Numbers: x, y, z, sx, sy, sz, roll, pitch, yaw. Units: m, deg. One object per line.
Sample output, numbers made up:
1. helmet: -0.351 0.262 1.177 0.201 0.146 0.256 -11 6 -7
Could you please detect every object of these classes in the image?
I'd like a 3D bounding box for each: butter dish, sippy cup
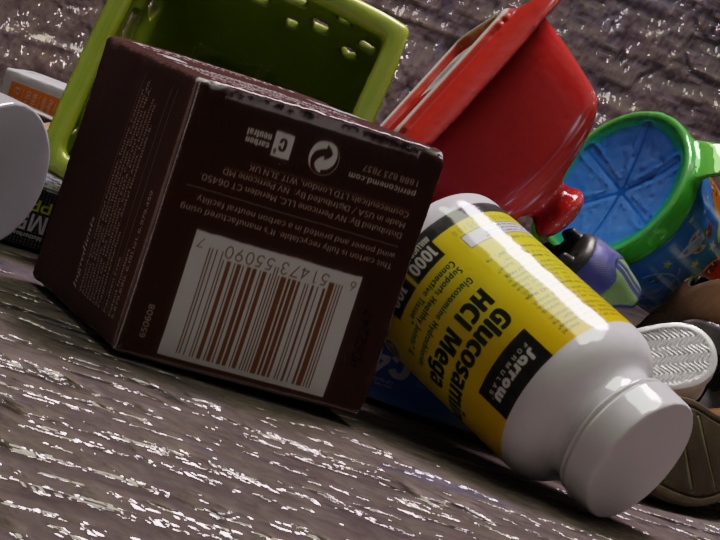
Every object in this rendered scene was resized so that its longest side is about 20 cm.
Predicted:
1. butter dish: 0.101 -0.086 1.790 0.148 0.200 0.200 43 -13 -6
2. sippy cup: 0.229 -0.031 1.889 0.177 0.140 0.130 19 -19 50

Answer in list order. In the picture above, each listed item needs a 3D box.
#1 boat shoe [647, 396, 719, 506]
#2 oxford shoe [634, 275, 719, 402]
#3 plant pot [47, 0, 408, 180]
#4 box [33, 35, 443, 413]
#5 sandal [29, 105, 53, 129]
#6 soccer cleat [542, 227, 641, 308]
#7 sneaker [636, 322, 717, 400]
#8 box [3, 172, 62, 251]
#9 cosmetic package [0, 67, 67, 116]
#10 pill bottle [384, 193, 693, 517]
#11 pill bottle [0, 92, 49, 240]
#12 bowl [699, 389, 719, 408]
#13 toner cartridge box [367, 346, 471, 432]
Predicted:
1. boat shoe: 0.216 0.125 1.644 0.068 0.072 0.199 -12 -14 42
2. oxford shoe: 0.243 0.051 1.843 0.072 0.085 0.200 34 -21 -12
3. plant pot: -0.092 -0.107 1.729 0.198 0.201 0.182 25 -7 3
4. box: -0.079 -0.031 1.483 0.165 0.165 0.200 15 6 -24
5. sandal: -0.232 -0.077 1.918 0.199 0.082 0.055 27 -17 -7
6. soccer cleat: 0.129 0.040 1.843 0.084 0.065 0.200 40 -43 -14
7. sneaker: 0.140 0.091 1.700 0.198 0.074 0.116 -2 -28 -4
8. box: -0.283 -0.063 1.768 0.159 0.045 0.200 17 5 -33
9. cosmetic package: -0.206 -0.085 2.004 0.199 0.102 0.071 20 5 7
10. pill bottle: 0.101 0.052 1.471 0.200 0.113 0.112 43 17 32
11. pill bottle: -0.302 -0.092 1.571 0.199 0.117 0.116 22 5 31
12. bowl: 0.316 0.102 1.877 0.107 0.201 0.200 -23 -4 11
13. toner cartridge box: 0.062 0.066 1.592 0.199 0.043 0.095 18 17 8
